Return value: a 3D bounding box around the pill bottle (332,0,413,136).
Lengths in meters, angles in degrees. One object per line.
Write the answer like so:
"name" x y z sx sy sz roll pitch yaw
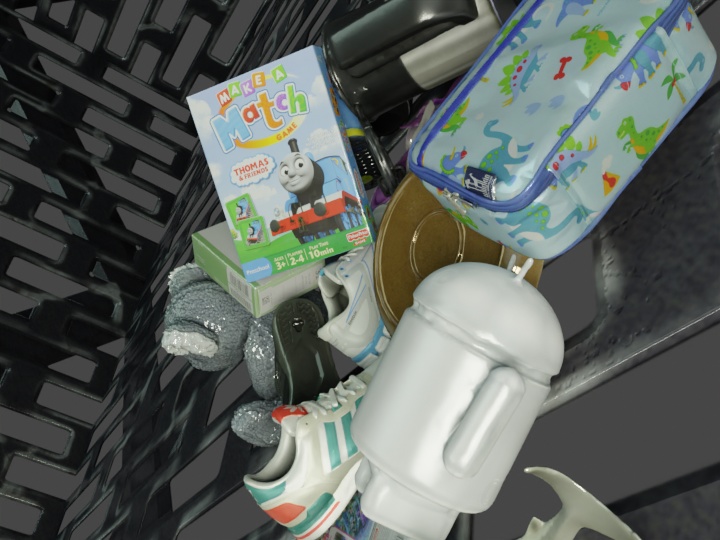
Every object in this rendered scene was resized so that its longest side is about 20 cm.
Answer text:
"pill bottle" 0.026 -0.289 1.070 0.112 0.110 0.203 -40 32 48

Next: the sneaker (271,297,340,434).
"sneaker" -0.050 0.142 0.835 0.115 0.075 0.203 88 169 -62

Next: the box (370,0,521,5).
"box" 0.099 -0.329 0.930 0.197 0.046 0.161 -23 41 29

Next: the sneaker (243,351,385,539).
"sneaker" -0.024 0.134 0.697 0.201 0.093 0.070 -54 18 -10

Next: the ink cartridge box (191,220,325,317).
"ink cartridge box" -0.084 -0.034 0.954 0.145 0.198 0.049 34 138 40

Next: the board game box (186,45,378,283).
"board game box" -0.080 -0.106 0.815 0.148 0.204 0.037 -17 5 17

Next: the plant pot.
"plant pot" 0.071 -0.018 0.672 0.198 0.027 0.205 -20 64 48

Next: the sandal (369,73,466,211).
"sandal" 0.063 -0.143 0.896 0.204 0.049 0.083 -55 24 22

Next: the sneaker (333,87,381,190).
"sneaker" -0.009 -0.154 0.946 0.200 0.065 0.080 53 -162 -73

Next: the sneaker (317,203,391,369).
"sneaker" 0.000 0.000 0.843 0.075 0.085 0.203 -43 28 47

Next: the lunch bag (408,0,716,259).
"lunch bag" 0.134 -0.116 0.565 0.201 0.082 0.161 -50 33 -1

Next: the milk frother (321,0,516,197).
"milk frother" 0.074 -0.195 0.808 0.185 0.203 0.181 -19 19 27

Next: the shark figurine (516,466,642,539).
"shark figurine" 0.081 0.205 0.458 0.214 0.128 0.090 -40 53 15

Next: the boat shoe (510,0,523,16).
"boat shoe" 0.144 -0.152 0.696 0.201 0.070 0.092 -53 30 38

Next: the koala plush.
"koala plush" -0.148 0.075 0.959 0.185 0.197 0.179 -53 23 27

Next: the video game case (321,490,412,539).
"video game case" -0.015 0.281 0.647 0.181 0.023 0.204 -9 60 67

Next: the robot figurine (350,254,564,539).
"robot figurine" 0.066 0.081 0.543 0.203 0.111 0.170 -64 12 4
